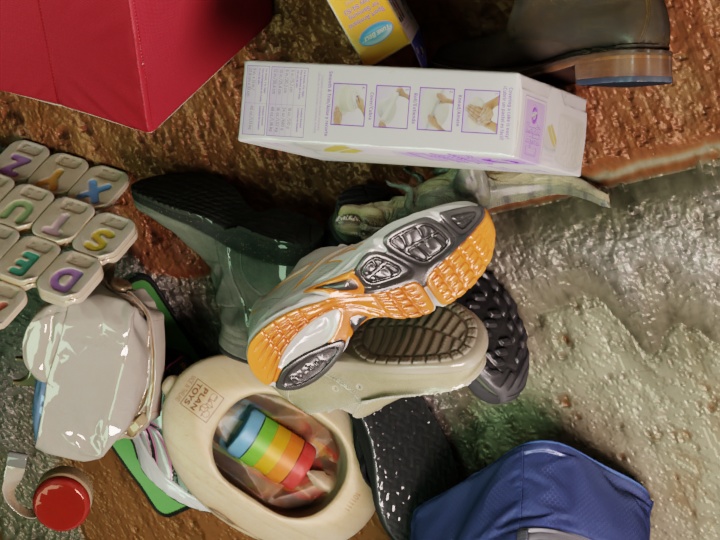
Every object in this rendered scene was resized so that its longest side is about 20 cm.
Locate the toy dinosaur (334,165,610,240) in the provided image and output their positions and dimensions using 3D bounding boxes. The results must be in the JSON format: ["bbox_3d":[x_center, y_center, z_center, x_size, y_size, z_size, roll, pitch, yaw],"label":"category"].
[{"bbox_3d":[0.077,-0.074,1.568,0.199,0.047,0.088,-9,94,17],"label":"toy dinosaur"}]

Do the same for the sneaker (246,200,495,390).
[{"bbox_3d":[0.000,0.000,1.557,0.200,0.092,0.076,-29,119,3],"label":"sneaker"}]

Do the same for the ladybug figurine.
[{"bbox_3d":[-0.076,0.141,1.751,0.200,0.136,0.072,38,175,-12],"label":"ladybug figurine"}]

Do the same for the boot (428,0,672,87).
[{"bbox_3d":[0.129,-0.173,1.481,0.200,0.075,0.097,4,94,42],"label":"boot"}]

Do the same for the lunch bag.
[{"bbox_3d":[0.119,0.236,1.636,0.136,0.133,0.200,27,137,-25],"label":"lunch bag"}]

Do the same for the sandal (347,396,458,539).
[{"bbox_3d":[0.022,0.125,1.718,0.048,0.075,0.201,0,111,66],"label":"sandal"}]

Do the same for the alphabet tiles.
[{"bbox_3d":[-0.281,-0.033,1.731,0.199,0.196,0.015,19,140,24],"label":"alphabet tiles"}]

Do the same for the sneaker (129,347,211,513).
[{"bbox_3d":[-0.155,0.116,1.804,0.200,0.080,0.086,39,129,7],"label":"sneaker"}]

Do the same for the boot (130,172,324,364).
[{"bbox_3d":[-0.106,0.007,1.696,0.200,0.068,0.131,24,123,38],"label":"boot"}]

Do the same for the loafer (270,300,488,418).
[{"bbox_3d":[0.014,0.067,1.586,0.199,0.076,0.068,-2,134,38],"label":"loafer"}]

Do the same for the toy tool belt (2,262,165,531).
[{"bbox_3d":[-0.220,0.096,1.755,0.124,0.123,0.201,10,108,-4],"label":"toy tool belt"}]

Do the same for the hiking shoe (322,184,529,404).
[{"bbox_3d":[0.045,0.029,1.644,0.200,0.076,0.101,49,140,11],"label":"hiking shoe"}]

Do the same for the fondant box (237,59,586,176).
[{"bbox_3d":[0.037,-0.102,1.476,0.199,0.144,0.058,4,89,24],"label":"fondant box"}]

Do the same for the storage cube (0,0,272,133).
[{"bbox_3d":[-0.179,-0.232,1.552,0.170,0.200,0.180,15,130,25],"label":"storage cube"}]

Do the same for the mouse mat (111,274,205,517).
[{"bbox_3d":[-0.177,0.111,1.870,0.161,0.008,0.200,-28,99,40],"label":"mouse mat"}]

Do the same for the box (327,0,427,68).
[{"bbox_3d":[-0.014,-0.219,1.492,0.041,0.119,0.200,-26,98,9],"label":"box"}]
